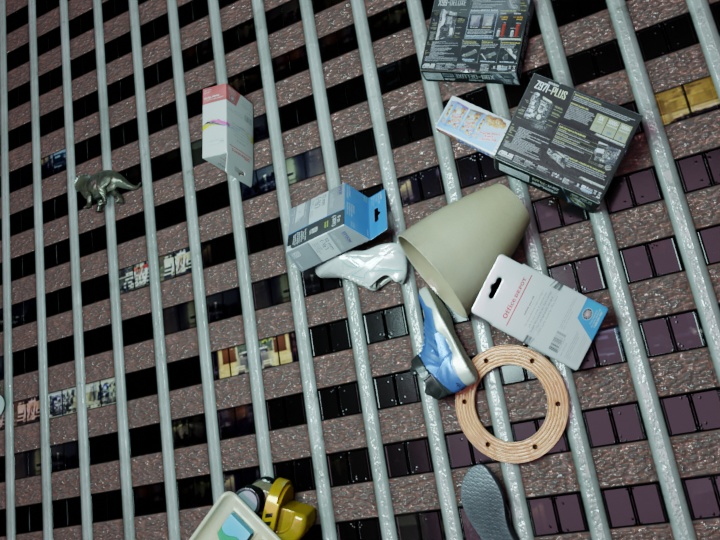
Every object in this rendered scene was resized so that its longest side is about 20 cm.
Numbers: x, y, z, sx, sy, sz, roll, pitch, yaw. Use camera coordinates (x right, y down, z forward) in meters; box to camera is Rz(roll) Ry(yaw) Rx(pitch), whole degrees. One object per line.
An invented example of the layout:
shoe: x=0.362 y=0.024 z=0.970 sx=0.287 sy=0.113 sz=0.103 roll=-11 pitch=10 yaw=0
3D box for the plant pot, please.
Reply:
plant pot: x=0.198 y=-0.055 z=1.101 sx=0.199 sy=0.188 sz=0.188 roll=-41 pitch=67 yaw=-3

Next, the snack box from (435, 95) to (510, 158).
snack box: x=0.243 y=-0.265 z=1.191 sx=0.198 sy=0.024 sz=0.073 roll=32 pitch=94 yaw=25

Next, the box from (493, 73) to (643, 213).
box: x=0.357 y=-0.221 z=1.085 sx=0.197 sy=0.086 sz=0.166 roll=26 pitch=91 yaw=15

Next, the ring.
ring: x=0.265 y=0.233 z=1.093 sx=0.197 sy=0.019 sz=0.205 roll=-5 pitch=78 yaw=23

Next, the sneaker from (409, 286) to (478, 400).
sneaker: x=0.125 y=0.137 z=1.139 sx=0.110 sy=0.076 sz=0.202 roll=-33 pitch=65 yaw=18

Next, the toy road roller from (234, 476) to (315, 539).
toy road roller: x=-0.170 y=0.500 z=1.178 sx=0.143 sy=0.123 sz=0.204 roll=11 pitch=84 yaw=13

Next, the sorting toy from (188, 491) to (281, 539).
sorting toy: x=-0.223 y=0.531 z=1.102 sx=0.199 sy=0.036 sz=0.186 roll=37 pitch=90 yaw=13

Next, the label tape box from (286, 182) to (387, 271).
label tape box: x=-0.047 y=-0.100 z=1.228 sx=0.197 sy=0.066 sz=0.145 roll=-25 pitch=37 yaw=19

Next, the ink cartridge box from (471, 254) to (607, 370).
ink cartridge box: x=0.298 y=0.068 z=1.054 sx=0.198 sy=0.067 sz=0.117 roll=29 pitch=92 yaw=8

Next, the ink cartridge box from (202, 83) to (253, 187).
ink cartridge box: x=-0.293 y=-0.292 z=1.377 sx=0.066 sy=0.116 sz=0.204 roll=-7 pitch=77 yaw=20

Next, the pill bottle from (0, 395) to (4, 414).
pill bottle: x=-1.005 y=0.310 z=1.574 sx=0.198 sy=0.114 sz=0.116 roll=26 pitch=91 yaw=25

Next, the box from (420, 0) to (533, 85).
box: x=0.227 y=-0.454 z=1.219 sx=0.196 sy=0.050 sz=0.161 roll=9 pitch=84 yaw=24

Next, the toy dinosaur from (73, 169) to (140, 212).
toy dinosaur: x=-0.640 y=-0.207 z=1.534 sx=0.197 sy=0.077 sz=0.104 roll=-16 pitch=81 yaw=23

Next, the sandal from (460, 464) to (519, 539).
sandal: x=0.230 y=0.433 z=1.064 sx=0.075 sy=0.043 sz=0.203 roll=-25 pitch=81 yaw=24

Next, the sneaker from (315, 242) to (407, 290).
sneaker: x=0.000 y=0.000 z=1.223 sx=0.196 sy=0.070 sz=0.082 roll=-9 pitch=79 yaw=21
